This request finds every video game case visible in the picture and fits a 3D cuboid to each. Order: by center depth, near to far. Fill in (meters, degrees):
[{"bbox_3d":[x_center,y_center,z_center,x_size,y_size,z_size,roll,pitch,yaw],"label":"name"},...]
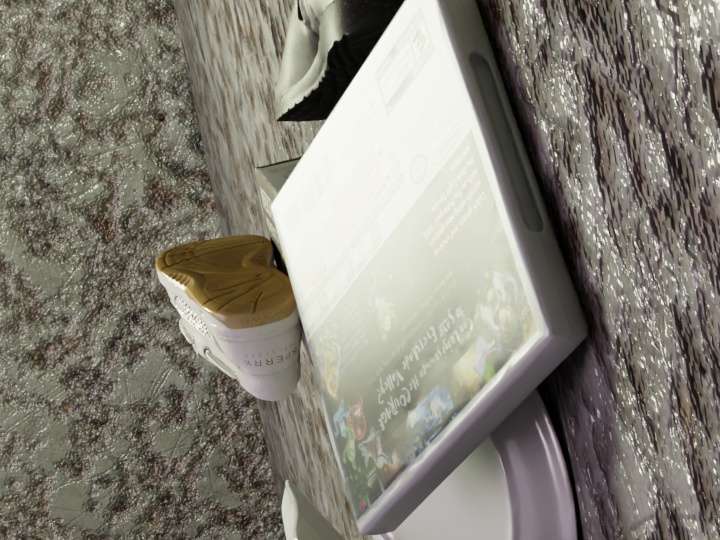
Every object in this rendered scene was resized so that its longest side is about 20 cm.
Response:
[{"bbox_3d":[0.023,-0.004,0.894,0.200,0.023,0.182,-52,47,51],"label":"video game case"}]

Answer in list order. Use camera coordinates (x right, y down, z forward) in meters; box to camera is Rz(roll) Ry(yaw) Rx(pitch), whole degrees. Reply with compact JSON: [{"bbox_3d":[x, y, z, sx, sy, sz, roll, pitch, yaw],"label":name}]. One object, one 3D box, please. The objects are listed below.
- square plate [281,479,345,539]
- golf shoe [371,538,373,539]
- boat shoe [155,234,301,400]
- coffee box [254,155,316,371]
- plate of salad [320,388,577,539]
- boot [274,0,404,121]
[{"bbox_3d":[0.012,0.231,1.285,0.198,0.028,0.200,50,180,-6],"label":"square plate"},{"bbox_3d":[0.045,0.173,1.193,0.075,0.092,0.200,41,-169,3],"label":"golf shoe"},{"bbox_3d":[-0.075,0.028,1.159,0.200,0.071,0.070,-128,27,-72],"label":"boat shoe"},{"bbox_3d":[0.000,0.000,1.135,0.200,0.079,0.115,-129,26,-74],"label":"coffee box"},{"bbox_3d":[0.045,0.086,0.974,0.200,0.048,0.201,34,134,43],"label":"plate of salad"},{"bbox_3d":[-0.011,-0.159,1.051,0.200,0.068,0.131,132,129,-73],"label":"boot"}]
